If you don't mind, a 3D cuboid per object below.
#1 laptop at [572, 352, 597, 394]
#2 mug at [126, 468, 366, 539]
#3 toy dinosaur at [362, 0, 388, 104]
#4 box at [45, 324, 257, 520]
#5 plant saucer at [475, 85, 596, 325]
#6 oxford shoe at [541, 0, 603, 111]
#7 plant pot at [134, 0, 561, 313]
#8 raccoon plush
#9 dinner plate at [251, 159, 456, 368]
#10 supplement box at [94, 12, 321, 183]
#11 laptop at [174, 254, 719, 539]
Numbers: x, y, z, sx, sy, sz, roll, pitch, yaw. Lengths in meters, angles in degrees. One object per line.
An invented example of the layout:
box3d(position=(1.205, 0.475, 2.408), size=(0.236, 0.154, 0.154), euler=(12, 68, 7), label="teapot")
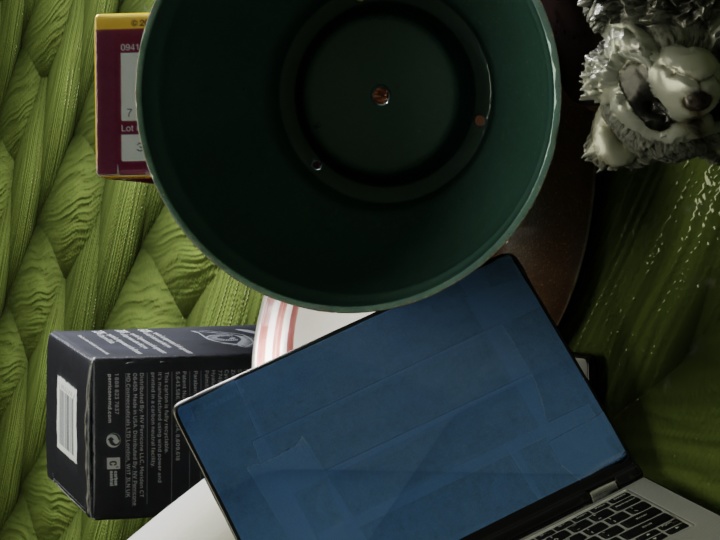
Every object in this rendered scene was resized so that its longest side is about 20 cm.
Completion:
box3d(position=(0.038, 0.142, 1.147), size=(0.187, 0.115, 0.201), euler=(-179, 88, -71), label="laptop")
box3d(position=(-0.009, 0.154, 1.078), size=(0.153, 0.149, 0.187), euler=(-47, 75, 13), label="mug")
box3d(position=(0.018, -0.184, 1.181), size=(0.136, 0.102, 0.201), euler=(-30, -77, -76), label="toy dinosaur")
box3d(position=(-0.096, 0.095, 1.412), size=(0.148, 0.199, 0.105), euler=(-164, 74, -71), label="box")
box3d(position=(0.069, -0.050, 1.156), size=(0.200, 0.036, 0.201), euler=(-177, 90, -71), label="plant saucer")
box3d(position=(0.086, -0.171, 1.036), size=(0.071, 0.072, 0.201), euler=(1, 104, 64), label="oxford shoe")
box3d(position=(0.002, -0.086, 1.050), size=(0.134, 0.199, 0.201), euler=(-31, -57, -80), label="plant pot")
box3d(position=(0.140, -0.133, 0.951), size=(0.200, 0.096, 0.135), euler=(-67, -23, -55), label="raccoon plush")
box3d(position=(0.000, 0.000, 1.190), size=(0.200, 0.024, 0.201), euler=(-44, 31, 36), label="dinner plate")
box3d(position=(-0.088, -0.107, 1.381), size=(0.200, 0.130, 0.104), euler=(-9, -82, -82), label="supplement box")
box3d(position=(0.043, 0.093, 0.956), size=(0.116, 0.187, 0.200), euler=(69, 165, -15), label="laptop")
